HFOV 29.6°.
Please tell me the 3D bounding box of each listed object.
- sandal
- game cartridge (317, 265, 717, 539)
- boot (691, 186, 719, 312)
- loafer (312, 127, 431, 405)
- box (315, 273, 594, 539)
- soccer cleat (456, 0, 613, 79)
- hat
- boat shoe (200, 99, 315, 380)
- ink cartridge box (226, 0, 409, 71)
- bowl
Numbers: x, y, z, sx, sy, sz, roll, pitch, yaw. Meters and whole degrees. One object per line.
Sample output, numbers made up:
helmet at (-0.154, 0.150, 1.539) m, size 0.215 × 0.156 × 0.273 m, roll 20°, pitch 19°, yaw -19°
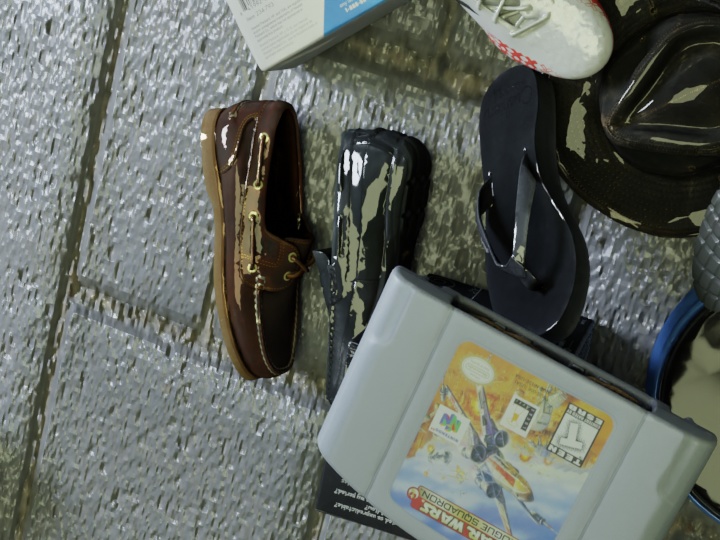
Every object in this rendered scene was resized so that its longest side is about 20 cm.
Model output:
sandal at (0.098, -0.042, 0.876) m, size 0.076 × 0.042 × 0.203 m, roll -35°, pitch 50°, yaw 40°
game cartridge at (0.079, 0.101, 0.757) m, size 0.198 × 0.042 × 0.135 m, roll 27°, pitch 104°, yaw 9°
boot at (0.298, -0.049, 0.829) m, size 0.129 × 0.068 × 0.202 m, roll 11°, pitch 121°, yaw -26°
loafer at (0.000, 0.000, 0.964) m, size 0.069 × 0.068 × 0.204 m, roll 13°, pitch 100°, yaw 24°
box at (0.069, 0.092, 0.884) m, size 0.130 × 0.200 × 0.117 m, roll 16°, pitch 107°, yaw 14°
soccer cleat at (0.078, -0.194, 0.871) m, size 0.200 × 0.085 × 0.069 m, roll 47°, pitch 113°, yaw 17°
hat at (0.205, -0.107, 0.862) m, size 0.197 × 0.081 × 0.204 m, roll 4°, pitch 103°, yaw 18°
boat shoe at (-0.067, -0.021, 0.978) m, size 0.069 × 0.070 × 0.203 m, roll -4°, pitch 99°, yaw 23°
ink cartridge box at (-0.055, -0.253, 0.930) m, size 0.115 × 0.067 × 0.202 m, roll -25°, pitch 92°, yaw 21°
bowl at (0.287, 0.088, 0.895) m, size 0.197 × 0.039 × 0.204 m, roll 4°, pitch 102°, yaw 18°
